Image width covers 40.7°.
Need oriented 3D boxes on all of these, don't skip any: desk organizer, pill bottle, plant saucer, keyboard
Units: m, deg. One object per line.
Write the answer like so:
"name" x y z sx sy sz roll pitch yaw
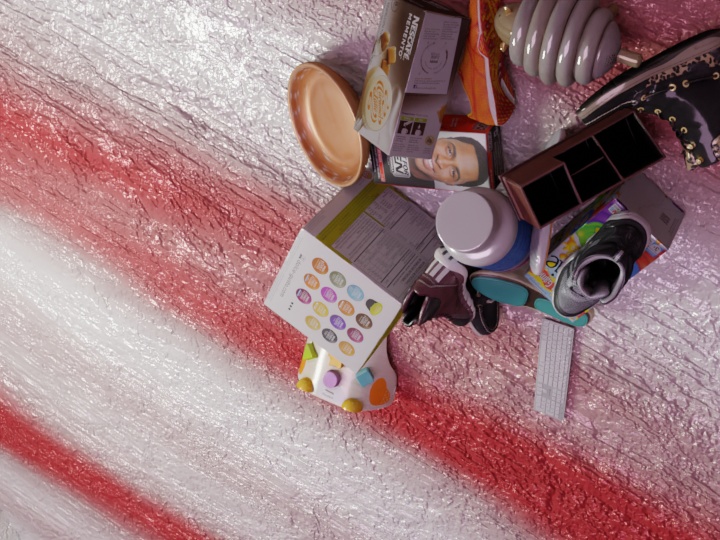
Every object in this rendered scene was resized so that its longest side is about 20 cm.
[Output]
"desk organizer" 0.295 -0.137 1.288 0.199 0.077 0.072 -30 108 -2
"pill bottle" 0.179 -0.058 1.379 0.111 0.200 0.113 -2 86 23
"plant saucer" -0.045 -0.230 1.512 0.200 0.037 0.201 41 145 38
"keyboard" 0.321 0.167 1.616 0.056 0.011 0.201 16 128 24

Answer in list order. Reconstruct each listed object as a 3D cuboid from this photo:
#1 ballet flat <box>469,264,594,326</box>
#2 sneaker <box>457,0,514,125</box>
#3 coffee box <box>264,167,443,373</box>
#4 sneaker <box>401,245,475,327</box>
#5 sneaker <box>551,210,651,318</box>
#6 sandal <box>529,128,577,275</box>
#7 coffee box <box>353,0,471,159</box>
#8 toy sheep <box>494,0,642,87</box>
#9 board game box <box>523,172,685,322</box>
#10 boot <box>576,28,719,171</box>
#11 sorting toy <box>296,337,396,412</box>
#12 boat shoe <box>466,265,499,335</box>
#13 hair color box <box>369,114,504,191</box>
"ballet flat" 0.267 0.028 1.500 0.199 0.070 0.070 22 132 2
"sneaker" 0.164 -0.295 1.347 0.077 0.073 0.201 17 127 36
"coffee box" 0.000 0.000 1.575 0.197 0.200 0.200 37 136 5
"sneaker" 0.108 0.053 1.468 0.076 0.116 0.200 37 164 30
"sneaker" 0.305 0.013 1.297 0.075 0.114 0.201 37 134 6
"sandal" 0.281 -0.094 1.374 0.059 0.079 0.209 8 88 -3
"coffee box" 0.068 -0.270 1.348 0.114 0.079 0.201 45 127 50
"toy sheep" 0.263 -0.298 1.234 0.199 0.138 0.139 18 130 22
"board game box" 0.346 -0.036 1.388 0.103 0.105 0.200 43 134 0
"boot" 0.392 -0.196 1.231 0.199 0.073 0.151 -28 101 16
"sorting toy" -0.028 0.148 1.792 0.199 0.107 0.181 20 111 20
"boat shoe" 0.199 0.015 1.549 0.060 0.074 0.202 4 115 36
"hair color box" 0.113 -0.180 1.468 0.199 0.061 0.102 7 124 28
